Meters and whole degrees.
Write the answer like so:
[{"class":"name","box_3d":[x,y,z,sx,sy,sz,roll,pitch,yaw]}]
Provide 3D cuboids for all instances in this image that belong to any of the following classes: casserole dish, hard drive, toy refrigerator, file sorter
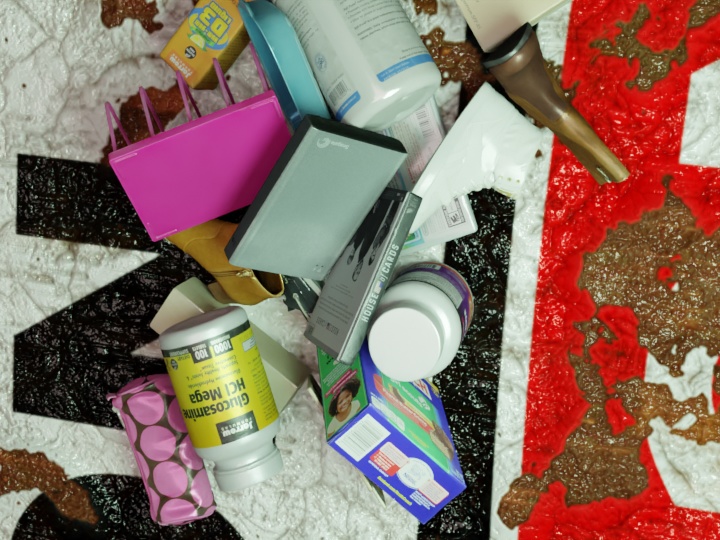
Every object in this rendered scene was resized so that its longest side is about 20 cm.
[{"class":"casserole dish","box_3d":[-0.083,-0.229,1.341,0.038,0.121,0.202,-29,123,-7]},{"class":"hard drive","box_3d":[-0.052,-0.079,1.322,0.201,0.138,0.033,-55,44,28]},{"class":"toy refrigerator","box_3d":[-0.165,0.102,1.480,0.199,0.076,0.070,39,107,2]},{"class":"file sorter","box_3d":[-0.186,-0.157,1.364,0.197,0.127,0.140,-21,140,0]}]

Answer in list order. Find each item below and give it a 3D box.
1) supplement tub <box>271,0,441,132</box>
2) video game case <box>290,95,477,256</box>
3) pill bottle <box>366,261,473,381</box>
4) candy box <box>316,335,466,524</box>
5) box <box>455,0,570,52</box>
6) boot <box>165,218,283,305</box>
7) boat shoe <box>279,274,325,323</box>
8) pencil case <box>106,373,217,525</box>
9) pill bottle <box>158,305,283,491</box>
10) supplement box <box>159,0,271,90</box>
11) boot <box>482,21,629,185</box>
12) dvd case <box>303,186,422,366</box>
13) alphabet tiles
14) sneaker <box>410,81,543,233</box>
[{"class":"supplement tub","box_3d":[-0.007,-0.267,1.330,0.131,0.132,0.202,-31,83,16]},{"class":"video game case","box_3d":[0.029,-0.116,1.421,0.179,0.024,0.203,-18,97,16]},{"class":"pill bottle","box_3d":[0.068,0.061,1.353,0.109,0.200,0.114,2,102,12]},{"class":"candy box","box_3d":[0.031,0.167,1.359,0.077,0.201,0.169,-40,116,14]},{"class":"box","box_3d":[0.205,-0.338,1.308,0.198,0.078,0.096,-32,92,17]},{"class":"boot","box_3d":[-0.174,-0.047,1.422,0.143,0.071,0.203,-16,110,54]},{"class":"boat shoe","box_3d":[-0.068,0.032,1.444,0.060,0.076,0.200,-42,89,11]},{"class":"pencil case","box_3d":[-0.259,0.237,1.523,0.092,0.091,0.203,-20,95,-20]},{"class":"pill bottle","box_3d":[-0.161,0.154,1.391,0.111,0.112,0.203,-16,97,15]},{"class":"supplement box","box_3d":[-0.154,-0.313,1.402,0.066,0.069,0.201,42,109,4]},{"class":"boot","box_3d":[0.219,-0.170,1.282,0.068,0.188,0.201,-40,88,-1]},{"class":"dvd case","box_3d":[0.000,0.000,1.339,0.024,0.150,0.203,23,90,-19]},{"class":"alphabet tiles","box_3d":[-0.017,0.203,1.404,0.006,0.200,0.168,-33,92,-1]},{"class":"sneaker","box_3d":[0.132,-0.105,1.356,0.115,0.074,0.201,36,92,-3]}]
